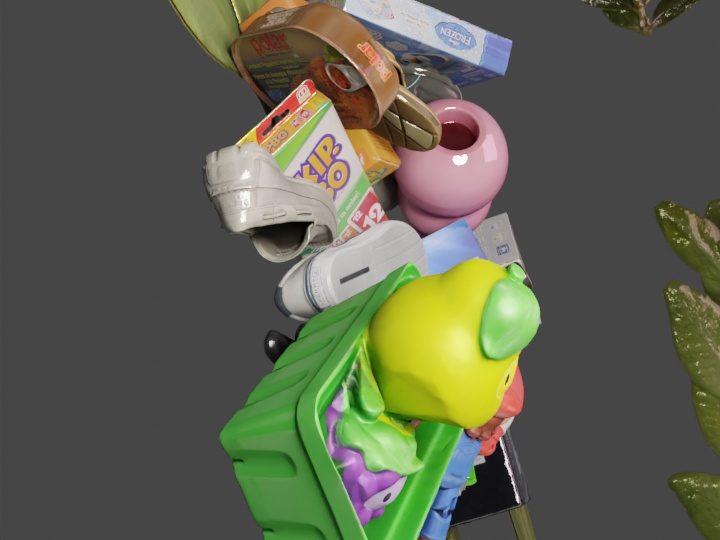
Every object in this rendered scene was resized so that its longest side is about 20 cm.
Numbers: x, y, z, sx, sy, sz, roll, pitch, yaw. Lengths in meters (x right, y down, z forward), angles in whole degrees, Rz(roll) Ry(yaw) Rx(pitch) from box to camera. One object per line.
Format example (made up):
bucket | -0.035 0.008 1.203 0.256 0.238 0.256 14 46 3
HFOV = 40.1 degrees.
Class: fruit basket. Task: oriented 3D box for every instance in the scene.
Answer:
fruit basket | 0.034 0.080 0.631 0.216 0.211 0.158 -79 150 -69

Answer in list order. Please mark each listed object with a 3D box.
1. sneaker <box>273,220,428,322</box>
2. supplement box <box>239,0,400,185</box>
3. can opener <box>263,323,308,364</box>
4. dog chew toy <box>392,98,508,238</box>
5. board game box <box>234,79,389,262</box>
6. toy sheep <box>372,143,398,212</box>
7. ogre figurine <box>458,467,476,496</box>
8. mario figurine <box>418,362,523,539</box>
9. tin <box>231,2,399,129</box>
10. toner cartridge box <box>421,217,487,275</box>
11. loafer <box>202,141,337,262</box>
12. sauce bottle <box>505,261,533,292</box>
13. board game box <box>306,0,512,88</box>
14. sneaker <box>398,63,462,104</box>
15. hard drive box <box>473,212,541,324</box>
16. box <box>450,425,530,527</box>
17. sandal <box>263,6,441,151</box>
sneaker | -0.006 -0.001 0.871 0.199 0.070 0.075 -11 90 -59
supplement box | -0.040 -0.174 0.980 0.202 0.066 0.069 60 17 9
can opener | -0.019 0.088 0.811 0.201 0.062 0.080 57 19 -58
dog chew toy | 0.092 -0.091 1.075 0.201 0.122 0.127 93 -13 -60
board game box | -0.039 -0.070 0.889 0.030 0.095 0.201 35 -16 40
toy sheep | 0.005 -0.134 1.146 0.138 0.135 0.204 58 32 -54
ogre figurine | 0.072 0.174 1.043 0.199 0.096 0.123 -23 -102 58
mario figurine | 0.078 0.152 0.920 0.105 0.203 0.123 29 4 12
tin | -0.042 -0.176 0.860 0.112 0.042 0.199 45 -17 -29
toner cartridge box | 0.052 0.028 0.970 0.198 0.043 0.096 -27 85 -39
loafer | -0.065 -0.039 0.776 0.200 0.069 0.071 25 54 -68
sauce bottle | 0.106 0.055 1.146 0.067 0.198 0.066 58 -6 10
board game box | 0.032 -0.250 1.091 0.199 0.196 0.044 3 -102 66
sneaker | 0.016 -0.184 1.068 0.075 0.196 0.081 146 -49 -69
hard drive box | 0.117 0.030 1.259 0.157 0.196 0.078 60 15 -51
box | 0.139 0.223 1.300 0.200 0.115 0.201 41 33 -74
sandal | -0.001 -0.186 0.907 0.199 0.054 0.080 37 -19 5
